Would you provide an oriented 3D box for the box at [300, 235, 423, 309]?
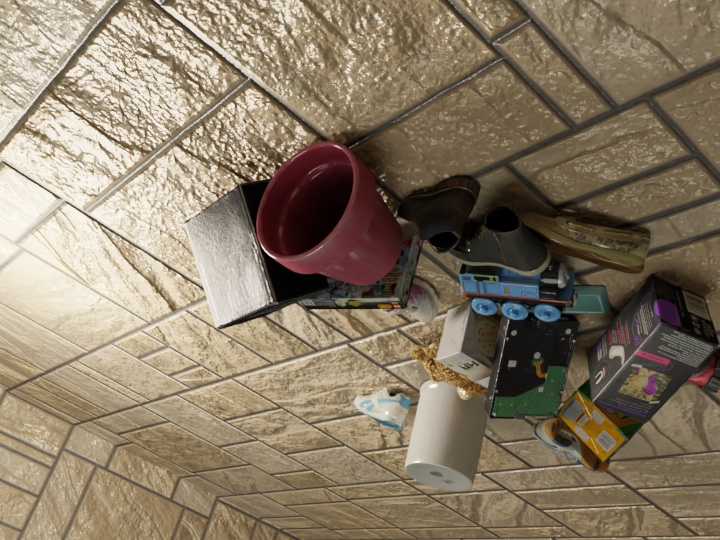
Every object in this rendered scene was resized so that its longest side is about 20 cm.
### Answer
[{"bbox_3d":[0.000,0.000,1.392,0.198,0.138,0.040,-1,147,30],"label":"box"}]

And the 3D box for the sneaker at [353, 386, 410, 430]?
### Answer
[{"bbox_3d":[0.054,0.325,1.949,0.076,0.081,0.199,33,166,-27],"label":"sneaker"}]

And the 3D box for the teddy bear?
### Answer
[{"bbox_3d":[0.190,0.214,1.701,0.144,0.067,0.200,-5,142,37],"label":"teddy bear"}]

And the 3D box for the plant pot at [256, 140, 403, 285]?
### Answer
[{"bbox_3d":[-0.033,-0.070,1.255,0.198,0.202,0.179,-7,152,36],"label":"plant pot"}]

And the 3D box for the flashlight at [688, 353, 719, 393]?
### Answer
[{"bbox_3d":[0.544,0.149,1.419,0.198,0.068,0.068,23,154,0],"label":"flashlight"}]

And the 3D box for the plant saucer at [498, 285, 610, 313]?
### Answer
[{"bbox_3d":[0.332,0.052,1.417,0.198,0.019,0.070,-1,145,27],"label":"plant saucer"}]

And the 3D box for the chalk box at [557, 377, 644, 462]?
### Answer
[{"bbox_3d":[0.482,0.226,1.479,0.124,0.199,0.125,45,153,19],"label":"chalk box"}]

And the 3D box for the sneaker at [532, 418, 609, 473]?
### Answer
[{"bbox_3d":[0.482,0.394,1.846,0.199,0.076,0.088,36,157,-16],"label":"sneaker"}]

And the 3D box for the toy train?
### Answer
[{"bbox_3d":[0.260,0.022,1.344,0.198,0.087,0.115,5,141,21],"label":"toy train"}]

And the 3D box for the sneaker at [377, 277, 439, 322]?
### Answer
[{"bbox_3d":[0.065,0.048,1.482,0.199,0.089,0.081,37,145,-29],"label":"sneaker"}]

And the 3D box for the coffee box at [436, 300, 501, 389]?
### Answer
[{"bbox_3d":[0.252,0.159,1.535,0.199,0.115,0.080,32,147,-20],"label":"coffee box"}]

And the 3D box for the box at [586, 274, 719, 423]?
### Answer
[{"bbox_3d":[0.467,0.130,1.310,0.105,0.123,0.201,22,129,-7],"label":"box"}]

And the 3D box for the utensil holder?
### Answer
[{"bbox_3d":[0.195,0.371,1.819,0.168,0.201,0.171,14,149,8],"label":"utensil holder"}]

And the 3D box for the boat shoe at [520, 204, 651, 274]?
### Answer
[{"bbox_3d":[0.335,-0.053,1.218,0.198,0.063,0.073,20,176,3],"label":"boat shoe"}]

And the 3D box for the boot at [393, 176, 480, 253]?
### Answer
[{"bbox_3d":[0.101,-0.069,1.266,0.074,0.098,0.200,31,147,-21],"label":"boot"}]

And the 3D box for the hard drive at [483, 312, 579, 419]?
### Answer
[{"bbox_3d":[0.307,0.173,1.458,0.138,0.038,0.202,2,110,-12],"label":"hard drive"}]

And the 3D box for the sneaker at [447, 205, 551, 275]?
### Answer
[{"bbox_3d":[0.189,-0.061,1.232,0.199,0.075,0.106,14,154,46],"label":"sneaker"}]

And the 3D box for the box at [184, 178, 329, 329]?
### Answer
[{"bbox_3d":[-0.179,-0.027,1.361,0.123,0.202,0.196,-14,175,-43],"label":"box"}]
